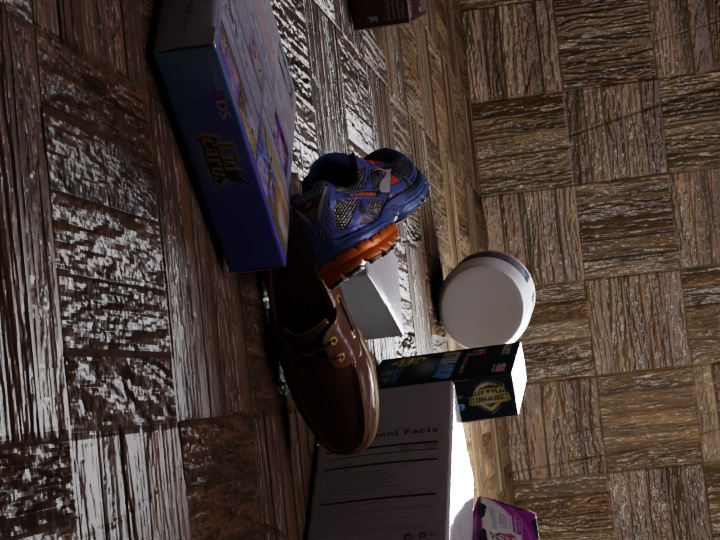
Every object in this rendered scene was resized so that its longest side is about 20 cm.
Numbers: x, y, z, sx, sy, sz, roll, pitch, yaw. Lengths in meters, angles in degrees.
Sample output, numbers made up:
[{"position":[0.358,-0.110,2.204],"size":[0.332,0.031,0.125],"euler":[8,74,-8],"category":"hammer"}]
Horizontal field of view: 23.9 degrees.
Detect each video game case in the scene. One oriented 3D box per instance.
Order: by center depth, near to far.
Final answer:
[{"position":[-0.088,-0.132,1.164],"size":[0.201,0.045,0.182],"euler":[75,11,-45],"category":"video game case"}]

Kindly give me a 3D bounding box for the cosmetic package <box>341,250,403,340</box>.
[{"position":[0.000,0.000,1.627],"size":[0.200,0.050,0.083],"euler":[60,23,-68],"category":"cosmetic package"}]

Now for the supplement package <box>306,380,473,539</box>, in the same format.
[{"position":[0.029,0.206,1.429],"size":[0.201,0.119,0.122],"euler":[-83,163,-55],"category":"supplement package"}]

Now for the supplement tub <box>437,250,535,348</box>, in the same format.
[{"position":[0.189,0.046,2.539],"size":[0.200,0.139,0.142],"euler":[-30,113,-81],"category":"supplement tub"}]

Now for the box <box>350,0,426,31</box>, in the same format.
[{"position":[0.031,-0.346,2.027],"size":[0.200,0.074,0.101],"euler":[-54,137,-75],"category":"box"}]

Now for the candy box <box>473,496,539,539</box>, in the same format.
[{"position":[0.102,0.322,1.512],"size":[0.136,0.060,0.202],"euler":[-81,-172,-75],"category":"candy box"}]

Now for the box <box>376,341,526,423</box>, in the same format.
[{"position":[0.089,0.121,1.763],"size":[0.200,0.157,0.046],"euler":[-39,121,-79],"category":"box"}]

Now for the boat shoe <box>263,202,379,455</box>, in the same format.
[{"position":[-0.038,0.050,1.301],"size":[0.068,0.071,0.202],"euler":[-43,120,-73],"category":"boat shoe"}]

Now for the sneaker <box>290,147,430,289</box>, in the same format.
[{"position":[-0.002,-0.060,1.284],"size":[0.079,0.075,0.200],"euler":[56,19,-11],"category":"sneaker"}]
